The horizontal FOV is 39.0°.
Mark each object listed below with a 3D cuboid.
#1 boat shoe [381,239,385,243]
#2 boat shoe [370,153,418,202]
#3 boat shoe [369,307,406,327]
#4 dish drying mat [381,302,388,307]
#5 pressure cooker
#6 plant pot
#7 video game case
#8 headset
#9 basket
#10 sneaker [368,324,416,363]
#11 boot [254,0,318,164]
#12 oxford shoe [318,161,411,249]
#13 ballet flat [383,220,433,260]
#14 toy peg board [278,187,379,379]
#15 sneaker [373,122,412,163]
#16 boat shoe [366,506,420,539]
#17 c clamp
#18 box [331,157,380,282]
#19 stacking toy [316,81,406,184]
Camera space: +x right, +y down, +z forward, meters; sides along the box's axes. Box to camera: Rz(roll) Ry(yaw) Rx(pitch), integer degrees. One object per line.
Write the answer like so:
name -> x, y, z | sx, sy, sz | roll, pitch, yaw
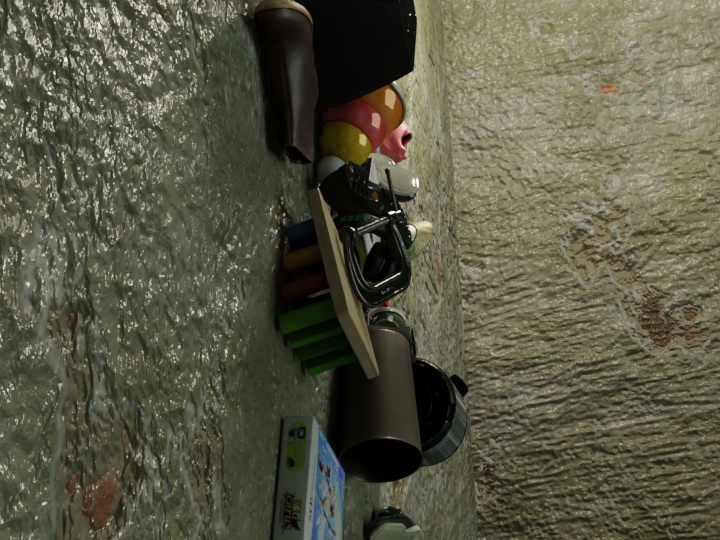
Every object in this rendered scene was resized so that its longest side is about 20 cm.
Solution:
boat shoe -> 0.031, -0.044, 1.854 | 0.072, 0.071, 0.204 | 58, 30, -66
boat shoe -> 0.048, -0.157, 1.854 | 0.200, 0.073, 0.062 | -138, -136, -55
boat shoe -> 0.057, 0.136, 1.921 | 0.203, 0.070, 0.061 | 74, 11, -58
dish drying mat -> 0.049, -0.023, 2.070 | 0.077, 0.018, 0.204 | 66, 23, -61
pressure cooker -> 0.105, 0.267, 1.861 | 0.200, 0.172, 0.182 | 51, 40, -64
plant pot -> -0.010, -0.382, 1.528 | 0.202, 0.174, 0.202 | 74, 15, -45
video game case -> -0.063, 0.317, 1.335 | 0.201, 0.044, 0.184 | 69, 21, -55
headset -> 0.000, 0.000, 1.586 | 0.202, 0.121, 0.095 | 83, 15, -49
basket -> 0.028, 0.209, 1.620 | 0.181, 0.133, 0.203 | 90, -2, -59
sneaker -> 0.045, 0.189, 1.756 | 0.075, 0.104, 0.204 | 55, 32, -67
boot -> -0.090, -0.244, 1.336 | 0.200, 0.071, 0.170 | 55, 30, -74
oxford shoe -> 0.009, -0.092, 1.589 | 0.200, 0.083, 0.074 | 41, 38, -36
ballet flat -> 0.054, -0.032, 1.784 | 0.200, 0.070, 0.071 | -45, 145, -19
toy peg board -> -0.059, 0.032, 1.401 | 0.201, 0.096, 0.202 | 67, 6, -59
sneaker -> 0.067, -0.281, 2.083 | 0.074, 0.085, 0.203 | 75, 16, -46
boat shoe -> 0.047, 0.458, 1.821 | 0.068, 0.072, 0.200 | 51, 6, 23
c clamp -> 0.020, -0.040, 1.468 | 0.200, 0.027, 0.174 | -37, 110, -58
box -> -0.005, -0.085, 1.728 | 0.202, 0.059, 0.118 | -80, 161, -50
stacking toy -> -0.019, -0.214, 1.616 | 0.147, 0.143, 0.202 | 71, 35, -50
